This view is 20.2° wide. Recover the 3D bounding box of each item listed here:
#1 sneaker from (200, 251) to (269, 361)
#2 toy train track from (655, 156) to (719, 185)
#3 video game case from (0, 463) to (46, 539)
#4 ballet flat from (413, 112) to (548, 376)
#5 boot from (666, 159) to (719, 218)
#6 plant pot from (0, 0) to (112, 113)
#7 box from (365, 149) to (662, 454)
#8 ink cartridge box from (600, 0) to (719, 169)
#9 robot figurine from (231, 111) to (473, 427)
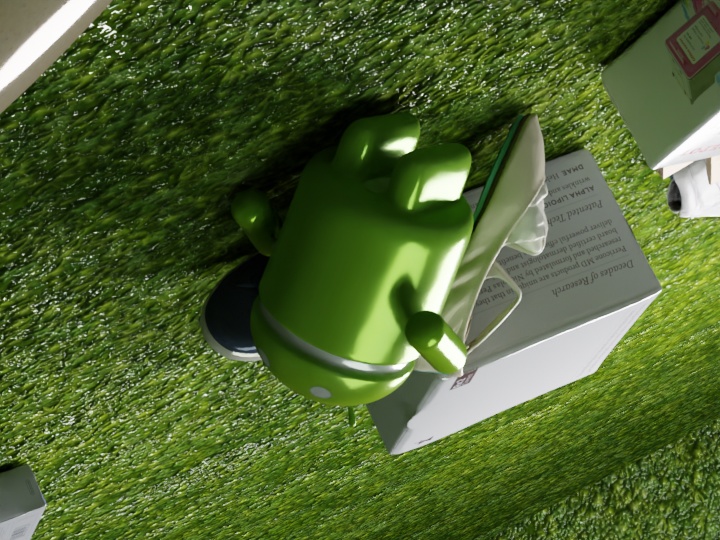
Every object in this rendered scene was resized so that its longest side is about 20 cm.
[{"bbox_3d":[-0.021,-0.008,1.399,0.200,0.075,0.085,-31,168,-22],"label":"sneaker"},{"bbox_3d":[0.308,-0.135,1.573,0.200,0.033,0.115,-29,147,-12],"label":"toy train track"},{"bbox_3d":[-0.366,0.239,1.681,0.181,0.046,0.200,-20,163,-26],"label":"video game case"},{"bbox_3d":[0.094,-0.012,1.422,0.069,0.069,0.200,6,115,-62],"label":"ballet flat"},{"bbox_3d":[0.303,-0.076,1.706,0.095,0.074,0.200,-22,156,7],"label":"boot"},{"bbox_3d":[-0.132,-0.143,0.659,0.200,0.187,0.187,-35,168,-20],"label":"plant pot"},{"bbox_3d":[0.099,0.029,1.585,0.199,0.131,0.199,-21,164,-17],"label":"box"},{"bbox_3d":[0.281,-0.159,1.361,0.144,0.085,0.200,-12,160,-40],"label":"ink cartridge box"},{"bbox_3d":[0.000,0.000,1.301,0.116,0.175,0.200,-20,138,-56],"label":"robot figurine"}]
